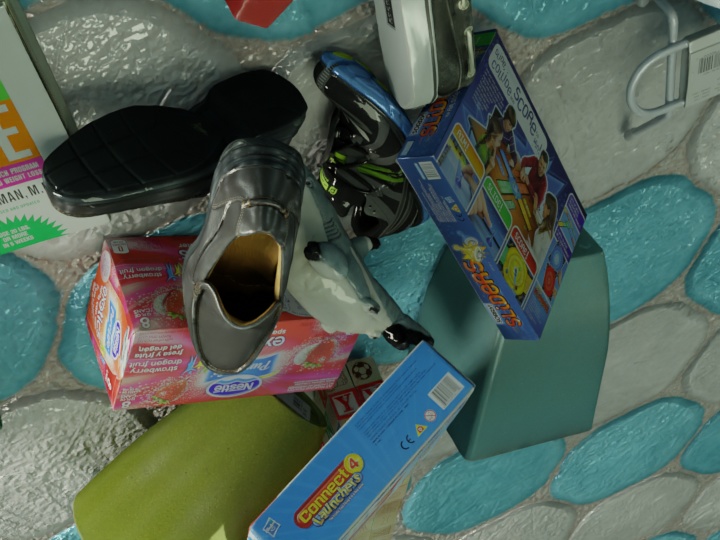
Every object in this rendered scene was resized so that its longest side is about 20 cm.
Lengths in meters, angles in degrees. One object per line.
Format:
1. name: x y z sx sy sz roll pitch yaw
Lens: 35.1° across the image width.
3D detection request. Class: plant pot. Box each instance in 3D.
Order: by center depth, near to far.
1. plant pot: -0.126 0.188 1.034 0.201 0.187 0.187 -50 140 5
2. plant pot: 0.144 0.043 1.047 0.140 0.142 0.202 -10 132 -21

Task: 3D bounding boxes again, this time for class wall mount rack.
1. wall mount rack: 0.292 -0.175 0.942 0.198 0.075 0.175 -21 139 -8

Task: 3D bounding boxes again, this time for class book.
1. book: -0.255 -0.088 0.728 0.132 0.048 0.201 -18 143 -3

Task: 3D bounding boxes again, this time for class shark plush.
1. shark plush: 0.000 0.000 0.857 0.199 0.084 0.091 34 144 -24

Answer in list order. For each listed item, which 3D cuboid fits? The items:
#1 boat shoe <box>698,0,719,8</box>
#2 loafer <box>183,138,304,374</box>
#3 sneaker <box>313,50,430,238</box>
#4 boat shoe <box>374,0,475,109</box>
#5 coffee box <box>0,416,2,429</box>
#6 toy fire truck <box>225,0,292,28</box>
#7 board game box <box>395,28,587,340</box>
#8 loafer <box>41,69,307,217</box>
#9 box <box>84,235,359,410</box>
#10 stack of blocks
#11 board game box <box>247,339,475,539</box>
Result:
1. boat shoe: 0.214 -0.246 0.791 0.200 0.075 0.087 13 120 -19
2. loafer: -0.082 0.009 0.749 0.072 0.073 0.201 6 136 -7
3. sneaker: 0.003 -0.084 0.863 0.082 0.071 0.200 -31 146 -5
4. boat shoe: 0.043 -0.203 0.742 0.063 0.071 0.202 -20 134 -14
5. coffee box: -0.375 0.088 0.852 0.122 0.044 0.200 -29 142 2
6. toy fire truck: -0.060 -0.249 0.651 0.140 0.049 0.201 12 127 -41
7. board game box: 0.108 -0.062 0.872 0.034 0.136 0.201 -1 138 37
8. loafer: -0.123 -0.071 0.771 0.199 0.073 0.073 -22 152 -34
9. box: -0.109 0.038 0.912 0.198 0.100 0.096 -3 136 -30
10. stack of blocks: -0.005 0.192 1.141 0.058 0.116 0.201 -14 146 -17
11. board game box: -0.007 0.173 0.921 0.200 0.056 0.196 -45 169 -22
